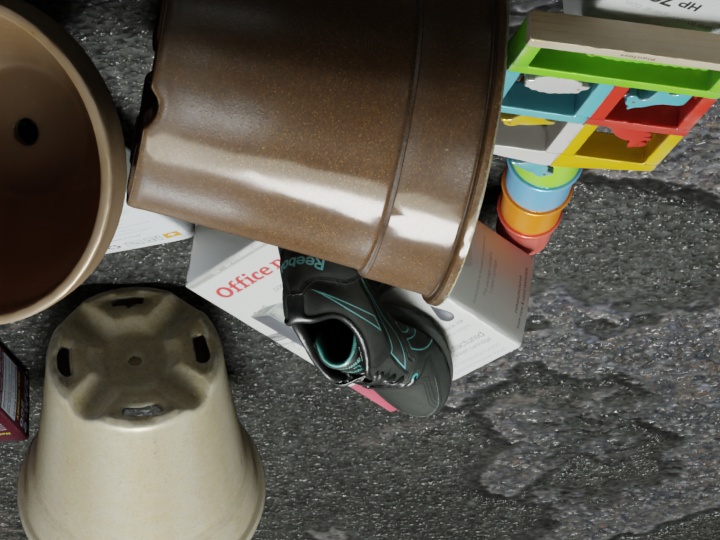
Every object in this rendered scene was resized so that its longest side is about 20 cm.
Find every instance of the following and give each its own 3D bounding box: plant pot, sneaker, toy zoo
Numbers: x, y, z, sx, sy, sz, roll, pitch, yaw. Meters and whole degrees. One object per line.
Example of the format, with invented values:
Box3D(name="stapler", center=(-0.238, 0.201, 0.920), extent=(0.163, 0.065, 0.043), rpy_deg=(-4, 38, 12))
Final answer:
Box3D(name="plant pot", center=(-0.031, -0.093, 1.385), extent=(0.197, 0.201, 0.200), rpy_deg=(9, 151, -8))
Box3D(name="plant pot", center=(-0.171, 0.117, 1.798), extent=(0.199, 0.201, 0.184), rpy_deg=(0, 141, -4))
Box3D(name="sneaker", center=(-0.002, 0.050, 1.557), extent=(0.075, 0.080, 0.200), rpy_deg=(-14, 139, 27))
Box3D(name="plant pot", center=(-0.219, -0.074, 1.397), extent=(0.200, 0.202, 0.093), rpy_deg=(-16, -173, 25))
Box3D(name="toy zoo", center=(0.136, -0.100, 1.399), extent=(0.130, 0.021, 0.200), rpy_deg=(6, 161, -10))

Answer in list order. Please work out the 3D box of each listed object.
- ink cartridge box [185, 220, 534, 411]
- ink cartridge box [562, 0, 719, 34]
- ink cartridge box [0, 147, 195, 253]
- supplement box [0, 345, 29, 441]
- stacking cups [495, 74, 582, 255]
Box3D(name="ink cartridge box", center=(0.000, 0.000, 1.625), extent=(0.200, 0.085, 0.145), rpy_deg=(34, 138, -27))
Box3D(name="ink cartridge box", center=(0.224, -0.197, 1.306), extent=(0.146, 0.086, 0.200), rpy_deg=(12, 149, -27))
Box3D(name="ink cartridge box", center=(-0.237, -0.045, 1.566), extent=(0.196, 0.047, 0.200), rpy_deg=(-8, 164, 14))
Box3D(name="supplement box", center=(-0.341, 0.075, 1.812), extent=(0.108, 0.061, 0.200), rpy_deg=(-8, 151, 11))
Box3D(name="stacking cups", center=(0.122, -0.064, 1.579), extent=(0.060, 0.061, 0.200), rpy_deg=(0, 152, -4))
